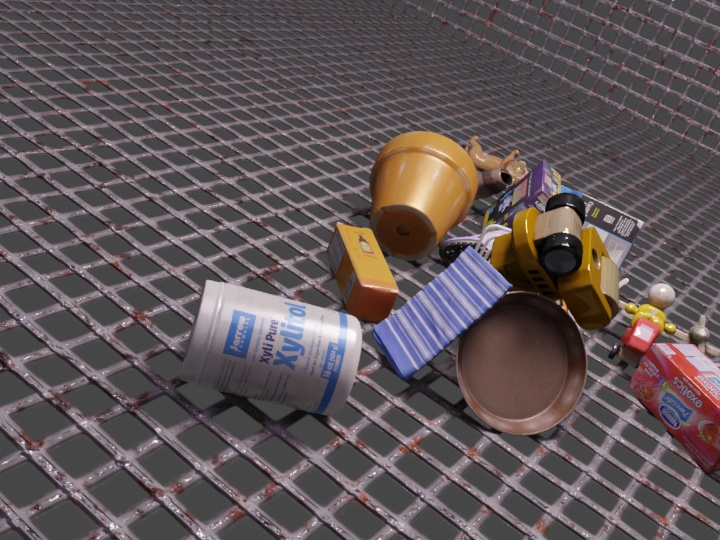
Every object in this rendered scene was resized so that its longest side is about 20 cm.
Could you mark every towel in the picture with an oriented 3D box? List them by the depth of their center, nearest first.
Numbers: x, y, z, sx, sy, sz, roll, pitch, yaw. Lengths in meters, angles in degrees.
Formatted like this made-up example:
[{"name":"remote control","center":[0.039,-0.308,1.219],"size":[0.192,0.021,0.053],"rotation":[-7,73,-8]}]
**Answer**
[{"name":"towel","center":[0.110,0.057,1.192],"size":[0.024,0.200,0.145],"rotation":[46,5,-28]}]

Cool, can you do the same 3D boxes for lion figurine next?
[{"name":"lion figurine","center":[0.324,-0.266,2.068],"size":[0.200,0.073,0.122],"rotation":[17,37,23]}]

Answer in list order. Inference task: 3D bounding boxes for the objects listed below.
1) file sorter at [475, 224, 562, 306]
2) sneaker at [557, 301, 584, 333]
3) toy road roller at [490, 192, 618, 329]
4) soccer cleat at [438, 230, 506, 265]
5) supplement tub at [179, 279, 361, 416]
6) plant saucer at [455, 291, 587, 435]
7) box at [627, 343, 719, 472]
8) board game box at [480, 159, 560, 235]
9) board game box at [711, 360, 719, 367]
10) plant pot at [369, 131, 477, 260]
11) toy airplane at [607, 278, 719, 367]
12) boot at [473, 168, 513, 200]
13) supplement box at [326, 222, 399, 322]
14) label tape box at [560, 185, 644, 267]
[{"name":"file sorter","center":[0.250,0.027,1.399],"size":[0.139,0.125,0.200],"rotation":[21,27,-3]},{"name":"sneaker","center":[0.369,0.059,1.499],"size":[0.077,0.078,0.200],"rotation":[43,28,-29]},{"name":"toy road roller","center":[0.281,-0.005,1.233],"size":[0.200,0.146,0.123],"rotation":[51,38,-30]},{"name":"soccer cleat","center":[0.240,-0.043,1.566],"size":[0.200,0.068,0.073],"rotation":[-1,37,-8]},{"name":"supplement tub","center":[-0.110,0.097,1.033],"size":[0.200,0.132,0.132],"rotation":[15,28,-12]},{"name":"plant saucer","center":[0.223,0.130,1.180],"size":[0.200,0.200,0.034],"rotation":[15,-8,-12]},{"name":"box","center":[0.530,0.210,1.308],"size":[0.100,0.096,0.200],"rotation":[3,32,-30]},{"name":"board game box","center":[0.324,-0.126,1.690],"size":[0.057,0.165,0.200],"rotation":[43,26,-8]},{"name":"board game box","center":[0.656,0.234,1.389],"size":[0.200,0.062,0.200],"rotation":[5,31,-30]},{"name":"plant pot","center":[0.100,-0.122,1.528],"size":[0.200,0.200,0.183],"rotation":[22,42,2]},{"name":"toy airplane","center":[0.512,0.083,1.475],"size":[0.200,0.141,0.199],"rotation":[7,29,-23]},{"name":"boot","center":[0.229,-0.178,1.751],"size":[0.146,0.070,0.200],"rotation":[-14,2,31]},{"name":"supplement box","center":[0.000,0.000,1.353],"size":[0.066,0.069,0.200],"rotation":[11,31,-20]},{"name":"label tape box","center":[0.451,-0.076,1.706],"size":[0.200,0.144,0.063],"rotation":[29,9,16]}]
